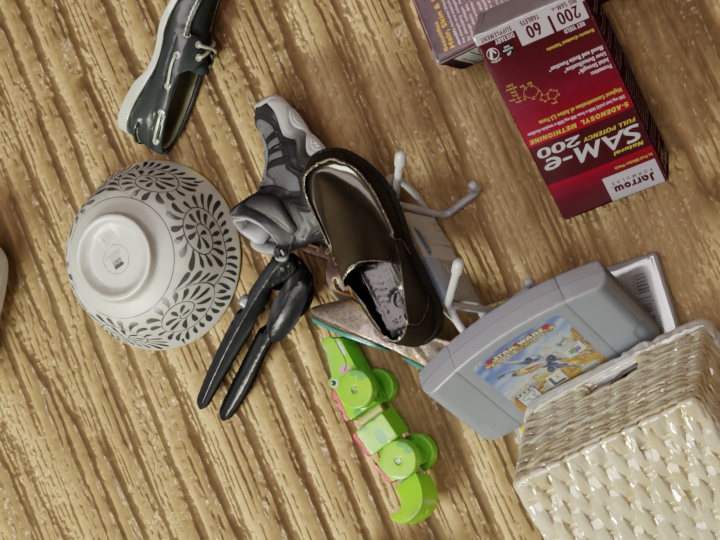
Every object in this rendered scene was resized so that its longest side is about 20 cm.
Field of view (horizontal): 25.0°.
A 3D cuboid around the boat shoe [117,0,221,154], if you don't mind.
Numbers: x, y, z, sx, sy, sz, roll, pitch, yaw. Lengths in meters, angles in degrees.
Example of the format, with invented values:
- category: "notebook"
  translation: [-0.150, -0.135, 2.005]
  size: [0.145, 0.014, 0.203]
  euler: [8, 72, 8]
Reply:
- category: "boat shoe"
  translation: [-0.178, -0.214, 1.658]
  size: [0.060, 0.076, 0.201]
  euler: [35, 115, 18]

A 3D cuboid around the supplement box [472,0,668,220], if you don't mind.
- category: "supplement box"
  translation: [0.192, -0.157, 1.472]
  size: [0.108, 0.061, 0.201]
  euler: [-21, 114, 21]

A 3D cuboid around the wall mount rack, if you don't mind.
- category: "wall mount rack"
  translation: [0.080, -0.029, 1.494]
  size: [0.074, 0.173, 0.201]
  euler: [-38, 67, 23]

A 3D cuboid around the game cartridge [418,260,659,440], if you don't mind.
- category: "game cartridge"
  translation: [0.159, 0.074, 1.476]
  size: [0.200, 0.133, 0.042]
  euler: [-34, 51, 17]

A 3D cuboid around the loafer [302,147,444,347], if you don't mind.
- category: "loafer"
  translation: [0.009, -0.021, 1.456]
  size: [0.073, 0.071, 0.201]
  euler: [-33, 87, 22]

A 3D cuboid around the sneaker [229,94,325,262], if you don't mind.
- category: "sneaker"
  translation: [-0.084, -0.088, 1.576]
  size: [0.114, 0.076, 0.200]
  euler: [-35, 47, -2]

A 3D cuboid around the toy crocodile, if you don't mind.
- category: "toy crocodile"
  translation: [0.017, 0.152, 1.592]
  size: [0.062, 0.067, 0.201]
  euler: [-34, 80, 19]

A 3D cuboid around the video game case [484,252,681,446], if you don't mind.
- category: "video game case"
  translation: [0.224, 0.104, 1.534]
  size: [0.181, 0.023, 0.201]
  euler: [-18, 86, 21]

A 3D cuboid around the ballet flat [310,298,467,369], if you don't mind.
- category: "ballet flat"
  translation: [0.046, 0.055, 1.578]
  size: [0.199, 0.068, 0.068]
  euler: [24, 96, 20]

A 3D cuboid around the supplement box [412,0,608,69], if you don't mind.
- category: "supplement box"
  translation: [0.150, -0.280, 1.517]
  size: [0.199, 0.086, 0.111]
  euler: [-24, 84, 20]

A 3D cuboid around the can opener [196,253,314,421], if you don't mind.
- category: "can opener"
  translation: [-0.110, 0.066, 1.642]
  size: [0.063, 0.079, 0.200]
  euler: [36, 113, 1]

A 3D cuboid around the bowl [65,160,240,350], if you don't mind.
- category: "bowl"
  translation: [-0.231, -0.015, 1.671]
  size: [0.200, 0.094, 0.202]
  euler: [1, 92, 20]

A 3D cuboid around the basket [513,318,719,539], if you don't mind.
- category: "basket"
  translation: [0.262, 0.184, 1.419]
  size: [0.198, 0.161, 0.201]
  euler: [-29, 100, 21]

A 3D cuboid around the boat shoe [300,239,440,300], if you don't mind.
- category: "boat shoe"
  translation: [0.000, 0.000, 1.565]
  size: [0.200, 0.072, 0.072]
  euler: [38, 95, 39]

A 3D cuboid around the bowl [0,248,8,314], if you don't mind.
- category: "bowl"
  translation: [-0.473, 0.037, 1.778]
  size: [0.199, 0.075, 0.201]
  euler: [17, 98, 21]
